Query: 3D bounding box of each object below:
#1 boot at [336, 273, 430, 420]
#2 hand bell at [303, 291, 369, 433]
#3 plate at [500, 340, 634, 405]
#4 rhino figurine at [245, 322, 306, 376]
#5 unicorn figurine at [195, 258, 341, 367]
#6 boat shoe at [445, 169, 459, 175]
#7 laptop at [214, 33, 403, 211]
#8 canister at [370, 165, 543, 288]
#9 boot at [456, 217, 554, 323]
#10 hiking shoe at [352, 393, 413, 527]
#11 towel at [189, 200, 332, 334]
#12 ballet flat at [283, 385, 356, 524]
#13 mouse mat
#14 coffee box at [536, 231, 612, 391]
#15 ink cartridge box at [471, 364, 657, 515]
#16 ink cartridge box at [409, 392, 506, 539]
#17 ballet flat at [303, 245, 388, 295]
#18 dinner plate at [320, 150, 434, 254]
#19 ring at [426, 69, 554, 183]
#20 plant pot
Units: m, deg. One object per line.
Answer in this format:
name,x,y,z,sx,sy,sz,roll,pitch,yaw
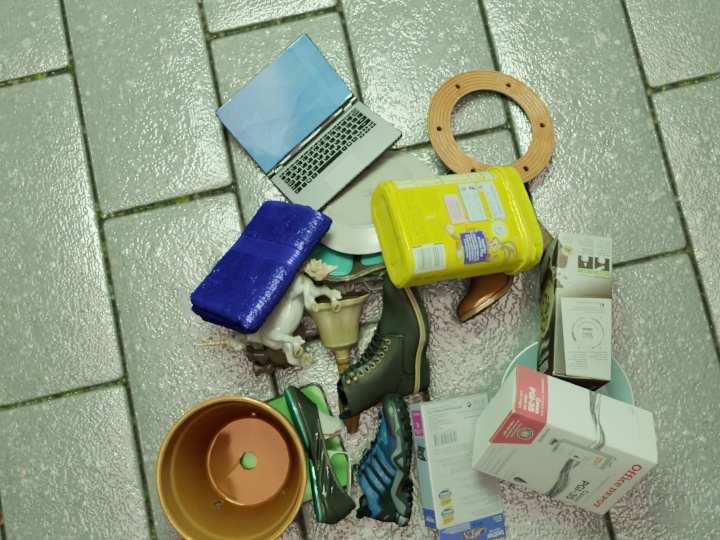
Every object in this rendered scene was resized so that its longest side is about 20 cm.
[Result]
boot,0.022,0.109,1.002,0.137,0.077,0.202,-21,117,-21
hand bell,-0.026,0.139,1.064,0.103,0.104,0.203,-7,95,1
plate,0.299,0.197,1.067,0.197,0.026,0.203,0,83,2
rhino figurine,-0.129,0.051,1.079,0.086,0.060,0.203,-7,84,6
unicorn figurine,-0.108,0.069,1.001,0.137,0.074,0.201,28,76,43
boat shoe,0.068,-0.093,1.084,0.200,0.074,0.063,-35,91,2
laptop,-0.078,-0.216,1.078,0.187,0.116,0.200,-42,49,-3
canister,0.126,-0.059,0.973,0.198,0.087,0.150,-8,70,-22
boot,0.171,-0.036,1.071,0.155,0.077,0.200,43,84,5
hiking shoe,0.029,0.268,1.019,0.086,0.074,0.203,0,104,8
towel,-0.142,-0.012,1.006,0.147,0.050,0.201,9,58,45
ballet flat,-0.054,0.257,1.044,0.068,0.068,0.202,-12,76,-16
mouse mat,-0.124,0.274,1.080,0.198,0.008,0.163,-21,83,-2
coffee box,0.297,0.063,1.019,0.079,0.113,0.202,6,70,3
ink cartridge box,0.267,0.226,0.965,0.198,0.147,0.083,20,42,-2
ink cartridge box,0.138,0.282,1.030,0.118,0.042,0.203,-3,80,-29
ballet flat,0.000,0.000,1.047,0.197,0.076,0.068,-6,43,13
dinner plate,0.015,-0.108,1.061,0.198,0.024,0.202,-9,53,11
ring,0.195,-0.213,1.099,0.198,0.019,0.203,3,70,-8
plant pot,-0.167,0.271,1.008,0.197,0.140,0.203,0,84,1
